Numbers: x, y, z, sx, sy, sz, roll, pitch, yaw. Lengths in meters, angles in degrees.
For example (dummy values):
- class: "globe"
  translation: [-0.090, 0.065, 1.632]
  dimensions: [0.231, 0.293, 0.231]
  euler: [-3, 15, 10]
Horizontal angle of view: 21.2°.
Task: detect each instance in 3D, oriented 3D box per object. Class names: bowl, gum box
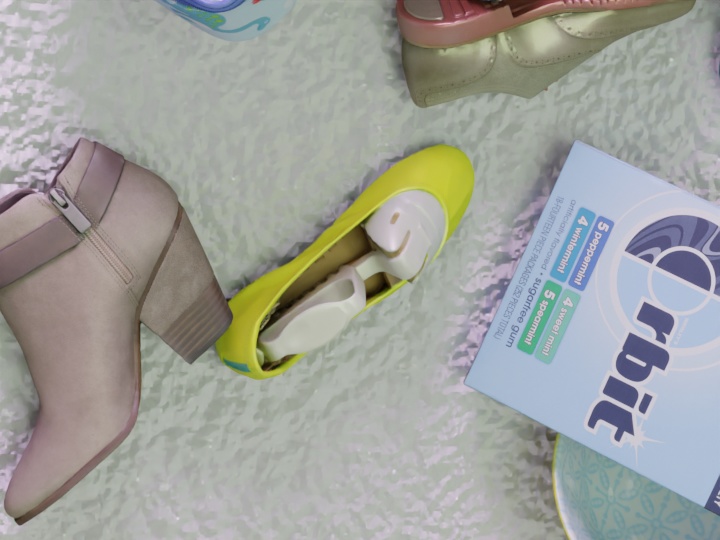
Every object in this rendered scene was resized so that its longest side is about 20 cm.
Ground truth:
- class: "bowl"
  translation: [0.226, 0.147, 1.266]
  dimensions: [0.199, 0.200, 0.108]
  euler: [-37, 157, -9]
- class: "gum box"
  translation: [0.189, 0.038, 1.202]
  dimensions: [0.199, 0.045, 0.171]
  euler: [26, 95, 17]

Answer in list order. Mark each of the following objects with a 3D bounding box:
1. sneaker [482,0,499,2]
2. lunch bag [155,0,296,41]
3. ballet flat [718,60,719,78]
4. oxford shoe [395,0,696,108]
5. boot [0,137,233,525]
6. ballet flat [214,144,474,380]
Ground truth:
- class: "sneaker"
  translation: [0.088, -0.261, 1.099]
  dimensions: [0.085, 0.077, 0.202]
  euler: [-31, 135, -37]
- class: "lunch bag"
  translation: [-0.064, -0.235, 1.022]
  dimensions: [0.160, 0.082, 0.201]
  euler: [36, 90, 17]
- class: "ballet flat"
  translation: [0.277, -0.201, 1.225]
  dimensions: [0.069, 0.069, 0.202]
  euler: [-1, 105, -22]
- class: "oxford shoe"
  translation: [0.115, -0.149, 1.179]
  dimensions: [0.198, 0.071, 0.074]
  euler: [-11, 127, -11]
- class: "boot"
  translation: [-0.175, 0.029, 1.109]
  dimensions: [0.200, 0.070, 0.146]
  euler: [-46, 110, -6]
- class: "ballet flat"
  translation: [0.000, 0.000, 1.166]
  dimensions: [0.199, 0.067, 0.067]
  euler: [-37, 114, -9]
